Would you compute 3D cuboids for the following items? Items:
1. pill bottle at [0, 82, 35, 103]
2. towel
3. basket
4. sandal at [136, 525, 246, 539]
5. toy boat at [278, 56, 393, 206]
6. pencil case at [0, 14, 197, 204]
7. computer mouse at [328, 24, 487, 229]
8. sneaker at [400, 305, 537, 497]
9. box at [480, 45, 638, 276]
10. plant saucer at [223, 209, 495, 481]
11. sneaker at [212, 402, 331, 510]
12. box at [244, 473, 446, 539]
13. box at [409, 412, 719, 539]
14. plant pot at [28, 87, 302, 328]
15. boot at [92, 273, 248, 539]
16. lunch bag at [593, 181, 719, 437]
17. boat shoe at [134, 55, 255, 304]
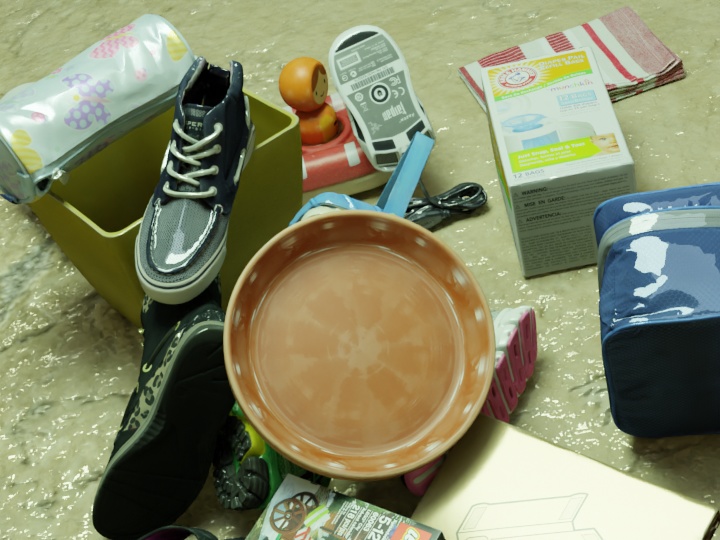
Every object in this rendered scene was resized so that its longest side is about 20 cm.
[{"bbox_3d":[-0.293,-0.113,1.546,0.115,0.116,0.200,-31,41,-20],"label":"pill bottle"},{"bbox_3d":[0.214,-0.208,1.575,0.199,0.023,0.144,-20,37,-6],"label":"towel"},{"bbox_3d":[0.000,0.000,1.252,0.138,0.177,0.200,28,44,0],"label":"basket"},{"bbox_3d":[-0.155,0.223,1.135,0.199,0.048,0.076,-6,38,12],"label":"sandal"},{"bbox_3d":[-0.043,-0.148,1.494,0.199,0.131,0.131,-16,38,-1],"label":"toy boat"},{"bbox_3d":[-0.229,-0.138,1.294,0.090,0.084,0.200,22,50,41],"label":"pencil case"},{"bbox_3d":[0.033,-0.133,1.434,0.109,0.201,0.044,-23,0,-2],"label":"computer mouse"},{"bbox_3d":[0.068,0.099,1.200,0.087,0.074,0.200,4,42,31],"label":"sneaker"},{"bbox_3d":[0.178,-0.102,1.388,0.112,0.102,0.201,-11,38,4],"label":"box"},{"bbox_3d":[-0.001,0.055,1.121,0.199,0.032,0.202,2,72,-6],"label":"plant saucer"},{"bbox_3d":[-0.081,0.132,1.221,0.085,0.078,0.200,13,22,-24],"label":"sneaker"},{"bbox_3d":[-0.042,0.246,1.047,0.136,0.038,0.201,14,57,33],"label":"box"},{"bbox_3d":[0.123,0.199,1.059,0.199,0.021,0.164,20,64,33],"label":"box"},{"bbox_3d":[-0.165,-0.046,1.371,0.199,0.177,0.200,-34,41,-23],"label":"plant pot"},{"bbox_3d":[-0.153,0.098,1.212,0.073,0.204,0.154,21,21,-21],"label":"boot"},{"bbox_3d":[0.245,0.029,1.133,0.135,0.200,0.133,-4,57,10],"label":"lunch bag"},{"bbox_3d":[-0.132,-0.077,1.190,0.074,0.093,0.201,5,51,7],"label":"boat shoe"}]
